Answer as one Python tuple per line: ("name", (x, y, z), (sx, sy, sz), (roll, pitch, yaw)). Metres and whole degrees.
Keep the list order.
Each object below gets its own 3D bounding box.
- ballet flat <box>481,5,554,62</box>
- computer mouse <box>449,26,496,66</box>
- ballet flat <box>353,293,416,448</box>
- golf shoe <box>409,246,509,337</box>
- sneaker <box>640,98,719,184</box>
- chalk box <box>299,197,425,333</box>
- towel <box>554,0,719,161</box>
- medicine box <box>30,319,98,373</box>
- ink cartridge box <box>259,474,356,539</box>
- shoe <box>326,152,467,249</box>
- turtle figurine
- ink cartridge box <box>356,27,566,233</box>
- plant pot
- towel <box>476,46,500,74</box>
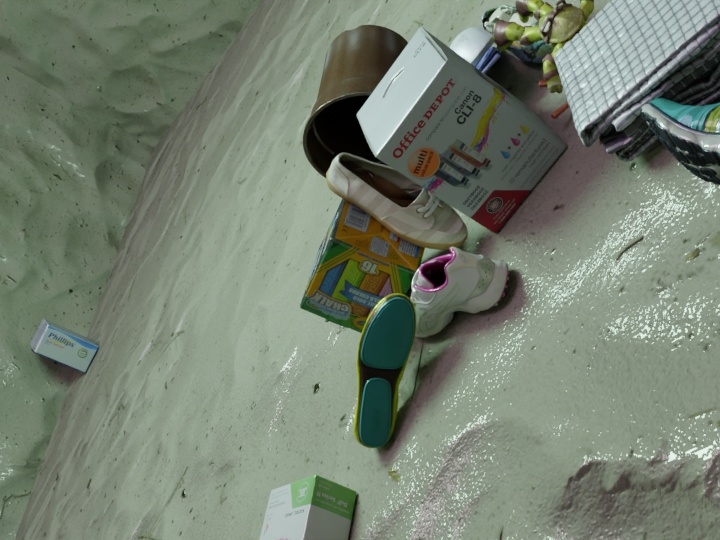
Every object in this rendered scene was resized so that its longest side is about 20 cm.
("ballet flat", (0.225, -0.340, 1.183), (0.074, 0.074, 0.200), (-58, 25, 7))
("computer mouse", (0.149, -0.314, 1.200), (0.110, 0.044, 0.200), (-50, 5, 3))
("ballet flat", (0.024, 0.121, 1.047), (0.067, 0.066, 0.201), (-112, 31, -80))
("golf shoe", (0.092, 0.023, 1.030), (0.200, 0.091, 0.076), (-34, 36, 49))
("sneaker", (0.334, -0.121, 0.743), (0.080, 0.077, 0.200), (-51, 34, 0))
("chalk box", (0.000, 0.000, 1.149), (0.200, 0.123, 0.125), (117, 172, -48))
("towel", (0.310, -0.224, 0.875), (0.200, 0.085, 0.166), (-43, 31, 32))
("medicine box", (-1.004, 0.254, 2.833), (0.200, 0.182, 0.103), (8, 71, 65))
("ink cartridge box", (-0.079, 0.365, 1.025), (0.117, 0.067, 0.201), (-33, 36, 46))
("shoe", (0.048, -0.089, 1.063), (0.070, 0.199, 0.053), (-62, -2, -32))
("turtle figurine", (0.243, -0.297, 1.055), (0.161, 0.064, 0.201), (30, 95, 47))
("ink cartridge box", (0.120, -0.176, 1.050), (0.146, 0.199, 0.145), (-52, 25, 19))
("plant pot", (0.013, -0.268, 1.323), (0.200, 0.200, 0.199), (-39, 37, 41))
("towel", (0.148, -0.268, 1.212), (0.145, 0.024, 0.200), (-48, 4, 18))
